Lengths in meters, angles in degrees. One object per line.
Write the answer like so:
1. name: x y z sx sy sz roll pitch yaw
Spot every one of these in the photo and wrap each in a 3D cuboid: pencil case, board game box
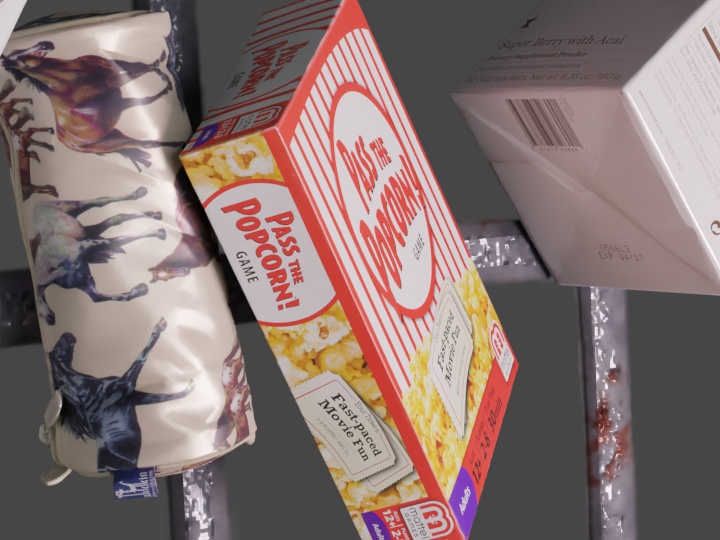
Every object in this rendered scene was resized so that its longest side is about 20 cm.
1. pencil case: -0.102 -0.012 1.067 0.089 0.078 0.200 -16 102 -21
2. board game box: 0.000 0.000 1.125 0.200 0.046 0.152 65 22 -22

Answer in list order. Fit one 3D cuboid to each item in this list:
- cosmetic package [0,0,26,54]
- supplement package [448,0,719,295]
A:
1. cosmetic package: -0.214 -0.036 0.957 0.081 0.113 0.200 36 68 -35
2. supplement package: 0.164 -0.098 1.250 0.200 0.121 0.120 -45 118 -28
